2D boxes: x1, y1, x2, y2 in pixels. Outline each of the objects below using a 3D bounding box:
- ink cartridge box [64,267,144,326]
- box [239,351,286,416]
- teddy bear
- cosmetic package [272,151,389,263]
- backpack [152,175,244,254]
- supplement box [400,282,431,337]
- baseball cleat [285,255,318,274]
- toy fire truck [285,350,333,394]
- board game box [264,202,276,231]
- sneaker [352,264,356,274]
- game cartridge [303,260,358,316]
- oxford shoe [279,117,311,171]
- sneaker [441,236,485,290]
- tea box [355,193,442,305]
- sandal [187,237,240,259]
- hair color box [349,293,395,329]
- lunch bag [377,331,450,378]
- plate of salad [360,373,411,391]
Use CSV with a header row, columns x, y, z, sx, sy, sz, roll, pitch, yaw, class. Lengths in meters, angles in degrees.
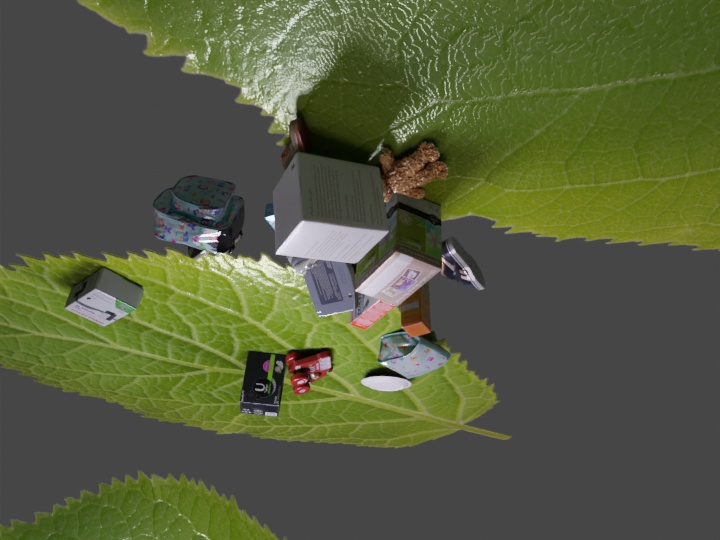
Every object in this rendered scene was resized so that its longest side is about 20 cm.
x,y,z,sx,sy,sz,roll,pitch,yaw,class
-0.804,0.087,1.777,0.200,0.083,0.146,-24,137,34,ink cartridge box
-0.363,0.425,2.123,0.148,0.201,0.124,7,146,-6,box
0.098,-0.216,1.281,0.199,0.067,0.145,-6,140,13,teddy bear
-0.070,-0.131,1.238,0.199,0.168,0.166,6,154,-26,cosmetic package
-0.389,-0.136,1.348,0.199,0.178,0.151,8,123,2,backpack
0.153,0.080,1.586,0.069,0.201,0.067,-19,139,24,supplement box
-0.116,-0.081,1.409,0.106,0.070,0.200,45,109,7,baseball cleat
-0.185,0.374,2.132,0.167,0.112,0.200,-14,147,-8,toy fire truck
-0.134,-0.109,1.473,0.150,0.047,0.200,-11,143,20,board game box
0.000,0.000,1.564,0.200,0.076,0.116,-13,150,-11,sneaker
-0.081,0.016,1.482,0.133,0.042,0.201,-14,102,17,game cartridge
-0.145,-0.251,1.249,0.074,0.071,0.200,3,145,5,oxford shoe
0.267,-0.011,1.556,0.079,0.079,0.200,-25,125,28,sneaker
0.093,-0.053,1.402,0.133,0.197,0.200,19,142,-22,tea box
-0.387,-0.082,1.521,0.200,0.080,0.057,-17,158,37,sandal
0.043,0.081,1.675,0.064,0.111,0.200,21,141,-25,hair color box
0.185,0.280,1.943,0.170,0.122,0.200,31,142,-33,lunch bag
0.101,0.435,2.234,0.199,0.048,0.200,3,155,1,plate of salad
